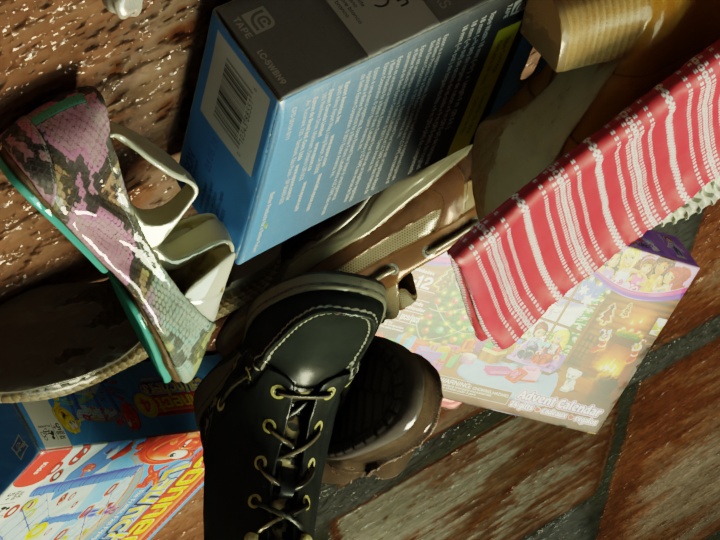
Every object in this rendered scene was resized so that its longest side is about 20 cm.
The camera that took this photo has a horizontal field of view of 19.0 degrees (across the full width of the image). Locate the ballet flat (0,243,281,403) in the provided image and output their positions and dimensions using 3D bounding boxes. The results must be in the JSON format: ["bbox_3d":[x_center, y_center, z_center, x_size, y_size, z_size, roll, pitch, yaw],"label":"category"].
[{"bbox_3d":[-0.126,0.026,1.151,0.200,0.067,0.046,-28,152,-32],"label":"ballet flat"}]

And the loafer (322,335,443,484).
[{"bbox_3d":[0.005,0.086,1.268,0.071,0.073,0.200,14,165,-21],"label":"loafer"}]

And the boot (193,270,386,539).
[{"bbox_3d":[-0.038,0.103,1.173,0.073,0.154,0.204,10,149,-21],"label":"boot"}]

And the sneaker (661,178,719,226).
[{"bbox_3d":[0.210,-0.097,1.289,0.200,0.100,0.070,-22,123,27],"label":"sneaker"}]

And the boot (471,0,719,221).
[{"bbox_3d":[0.140,-0.086,1.101,0.144,0.071,0.201,-16,145,-23],"label":"boot"}]

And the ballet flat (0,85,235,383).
[{"bbox_3d":[-0.104,-0.016,1.038,0.071,0.069,0.200,-34,139,-3],"label":"ballet flat"}]

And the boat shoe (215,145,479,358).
[{"bbox_3d":[0.000,0.000,1.227,0.200,0.072,0.076,-39,-172,22],"label":"boat shoe"}]

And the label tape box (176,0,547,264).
[{"bbox_3d":[0.013,-0.101,1.072,0.200,0.063,0.144,-27,158,-26],"label":"label tape box"}]

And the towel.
[{"bbox_3d":[0.133,-0.042,1.079,0.200,0.022,0.145,-37,159,-5],"label":"towel"}]

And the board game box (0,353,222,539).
[{"bbox_3d":[-0.190,0.137,1.304,0.200,0.056,0.196,-46,155,29],"label":"board game box"}]

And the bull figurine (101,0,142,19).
[{"bbox_3d":[-0.121,-0.148,0.772,0.121,0.065,0.200,-31,158,-15],"label":"bull figurine"}]

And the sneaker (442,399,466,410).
[{"bbox_3d":[-0.001,0.053,1.382,0.200,0.074,0.087,-16,139,-18],"label":"sneaker"}]

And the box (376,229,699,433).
[{"bbox_3d":[0.093,0.021,1.327,0.200,0.039,0.137,14,118,-28],"label":"box"}]
